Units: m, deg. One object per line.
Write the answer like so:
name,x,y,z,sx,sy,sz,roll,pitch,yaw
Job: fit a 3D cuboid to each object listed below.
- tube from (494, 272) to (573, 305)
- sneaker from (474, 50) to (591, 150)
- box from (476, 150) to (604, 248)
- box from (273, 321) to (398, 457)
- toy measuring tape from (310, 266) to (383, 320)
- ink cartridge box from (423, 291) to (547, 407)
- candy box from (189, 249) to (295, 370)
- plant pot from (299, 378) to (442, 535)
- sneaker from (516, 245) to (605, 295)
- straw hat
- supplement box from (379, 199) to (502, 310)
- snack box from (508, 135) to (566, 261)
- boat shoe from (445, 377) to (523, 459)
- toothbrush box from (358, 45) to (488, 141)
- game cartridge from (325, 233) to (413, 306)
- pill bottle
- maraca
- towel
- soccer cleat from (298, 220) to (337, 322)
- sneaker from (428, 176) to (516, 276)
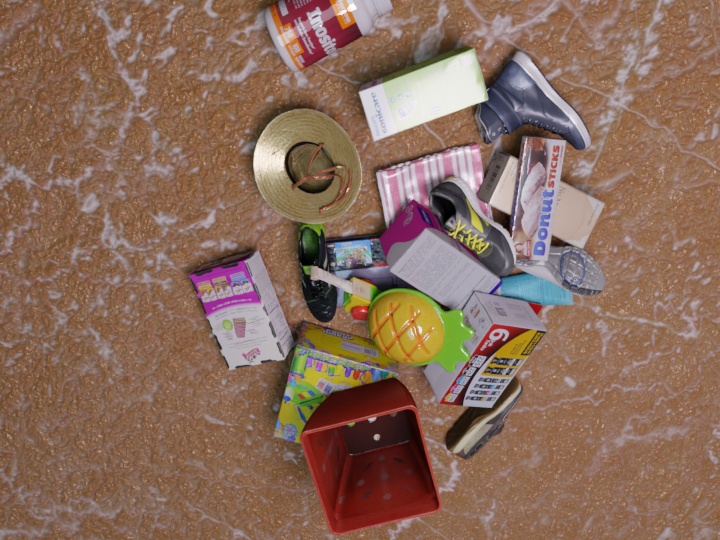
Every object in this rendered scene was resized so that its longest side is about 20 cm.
tube,0.303,0.037,1.352,0.194,0.050,0.080,-7,105,-1
sneaker,0.287,-0.248,1.237,0.202,0.077,0.146,44,94,-7
box,0.316,-0.124,1.269,0.196,0.078,0.097,22,101,-12
box,-0.046,0.231,1.383,0.195,0.122,0.197,16,107,-4
toy measuring tape,-0.026,0.043,1.299,0.197,0.074,0.074,22,109,-36
ink cartridge box,0.240,0.150,1.314,0.172,0.085,0.202,8,126,-30
candy box,-0.220,0.076,1.356,0.133,0.061,0.204,-12,107,25
plant pot,0.020,0.298,1.248,0.195,0.177,0.205,-14,108,5
sneaker,0.345,-0.013,1.298,0.197,0.087,0.076,27,87,12
straw hat,-0.085,-0.182,1.274,0.195,0.085,0.207,2,102,11
supplement box,0.141,-0.017,1.273,0.198,0.102,0.104,29,115,-29
snack box,0.294,-0.120,1.213,0.070,0.024,0.206,3,105,-7
boat shoe,0.253,0.293,1.425,0.064,0.074,0.200,37,109,-21
toothbrush box,0.101,-0.298,1.202,0.195,0.146,0.088,-18,107,7
game cartridge,0.000,0.000,1.358,0.194,0.039,0.133,-6,111,4
pill bottle,-0.051,-0.422,1.185,0.196,0.113,0.115,-26,105,10
maraca,0.101,0.104,1.257,0.195,0.107,0.141,15,115,21
towel,0.134,-0.132,1.297,0.195,0.030,0.150,-16,106,-4
soccer cleat,-0.084,0.004,1.305,0.066,0.081,0.205,-4,107,11
sneaker,0.182,-0.067,1.227,0.202,0.084,0.075,53,135,18
